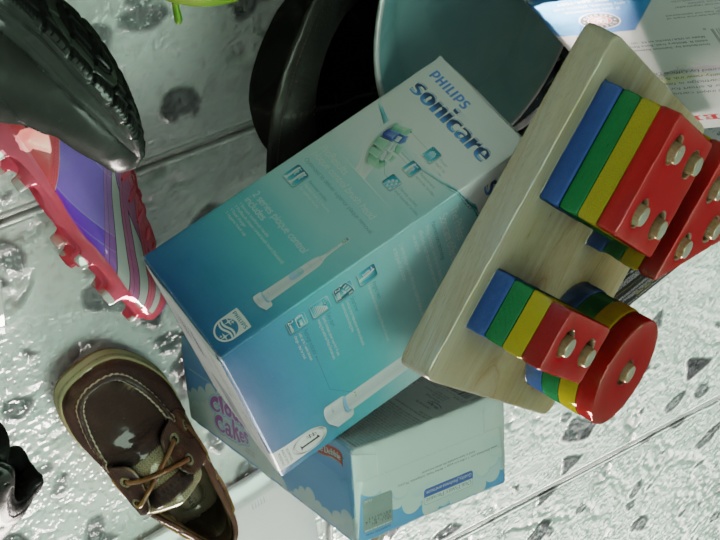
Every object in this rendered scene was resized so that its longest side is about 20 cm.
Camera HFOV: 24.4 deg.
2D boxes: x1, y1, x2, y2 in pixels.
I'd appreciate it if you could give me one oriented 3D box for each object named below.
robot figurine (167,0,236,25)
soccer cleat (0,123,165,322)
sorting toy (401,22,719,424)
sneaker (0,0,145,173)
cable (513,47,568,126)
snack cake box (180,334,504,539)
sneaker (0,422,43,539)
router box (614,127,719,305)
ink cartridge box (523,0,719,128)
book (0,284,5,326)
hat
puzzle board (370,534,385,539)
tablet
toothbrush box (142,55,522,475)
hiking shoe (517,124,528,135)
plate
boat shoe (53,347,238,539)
[{"bbox_3d":[-0.063,-0.219,0.829,0.175,0.116,0.200,27,103,-43],"label":"robot figurine"},{"bbox_3d":[-0.148,-0.044,0.946,0.076,0.067,0.200,-43,138,-11],"label":"soccer cleat"},{"bbox_3d":[0.134,-0.008,0.922,0.200,0.070,0.199,-61,153,3],"label":"sorting toy"},{"bbox_3d":[-0.192,-0.110,0.828,0.091,0.076,0.200,-42,116,12],"label":"sneaker"},{"bbox_3d":[0.123,-0.189,1.069,0.163,0.051,0.200,-25,136,-23],"label":"cable"},{"bbox_3d":[-0.014,0.086,1.057,0.115,0.200,0.067,-19,118,-30],"label":"snack cake box"},{"bbox_3d":[-0.254,0.112,0.974,0.087,0.074,0.200,-45,147,-3],"label":"sneaker"},{"bbox_3d":[0.194,-0.028,1.168,0.200,0.051,0.149,-36,160,-21],"label":"router box"},{"bbox_3d":[0.203,-0.184,0.961,0.200,0.147,0.145,33,59,-58],"label":"ink cartridge box"},{"bbox_3d":[-0.292,0.015,0.882,0.200,0.048,0.134,-23,139,-25],"label":"book"},{"bbox_3d":[-0.013,-0.115,0.980,0.201,0.081,0.201,-31,133,-39],"label":"hat"},{"bbox_3d":[0.064,0.093,1.186,0.151,0.017,0.200,-65,176,21],"label":"puzzle board"},{"bbox_3d":[-0.120,0.223,1.232,0.200,0.014,0.130,-29,138,-19],"label":"tablet"},{"bbox_3d":[0.000,0.000,0.925,0.200,0.085,0.146,-35,148,-9],"label":"toothbrush box"},{"bbox_3d":[0.168,-0.113,1.155,0.200,0.076,0.101,-26,142,-37],"label":"hiking shoe"},{"bbox_3d":[0.066,-0.162,0.963,0.200,0.026,0.200,-30,132,-40],"label":"plate"},{"bbox_3d":[-0.131,0.125,1.092,0.072,0.072,0.200,-37,140,-11],"label":"boat shoe"}]
